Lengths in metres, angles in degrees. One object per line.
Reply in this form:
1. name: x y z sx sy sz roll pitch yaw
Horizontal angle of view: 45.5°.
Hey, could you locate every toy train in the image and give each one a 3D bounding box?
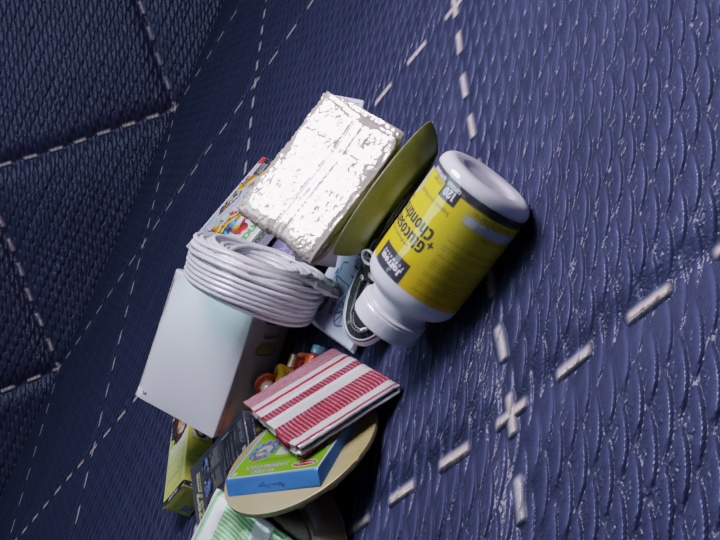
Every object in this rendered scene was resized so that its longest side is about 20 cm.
1. toy train: -0.118 0.188 1.188 0.150 0.055 0.201 6 72 65

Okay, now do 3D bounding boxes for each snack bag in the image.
1. snack bag: 0.000 0.000 1.169 0.201 0.021 0.188 -63 25 -2

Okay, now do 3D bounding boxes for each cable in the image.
1. cable: -0.143 0.009 1.175 0.200 0.199 0.070 37 108 60

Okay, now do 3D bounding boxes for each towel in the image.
1. towel: -0.046 -0.116 1.050 0.132 0.034 0.200 34 81 24
2. towel: -0.049 0.155 1.035 0.144 0.023 0.200 -31 18 -18
3. towel: -0.132 0.349 0.944 0.199 0.023 0.153 22 83 45

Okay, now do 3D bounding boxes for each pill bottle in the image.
1. pill bottle: 0.080 -0.018 0.912 0.200 0.112 0.112 -55 26 21

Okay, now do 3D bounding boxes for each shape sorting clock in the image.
1. shape sorting clock: -0.068 0.213 0.993 0.199 0.039 0.200 -24 17 8

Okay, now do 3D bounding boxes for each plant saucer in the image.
1. plant saucer: 0.038 -0.091 1.049 0.200 0.031 0.200 -52 -5 -6
2. plant saucer: -0.100 0.329 0.965 0.199 0.032 0.201 -18 58 32

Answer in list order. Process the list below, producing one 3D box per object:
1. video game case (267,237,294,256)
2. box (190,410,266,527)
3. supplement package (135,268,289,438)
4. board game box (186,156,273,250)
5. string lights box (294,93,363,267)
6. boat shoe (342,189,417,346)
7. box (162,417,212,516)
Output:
1. video game case: -0.078 -0.091 1.338 0.142 0.019 0.201 -4 52 51
2. box: -0.155 0.308 1.107 0.158 0.051 0.201 -48 42 32
3. supplement package: -0.213 0.120 1.265 0.155 0.111 0.201 22 96 26
4. board game box: -0.175 -0.087 1.369 0.126 0.035 0.200 24 70 44
5. string lights box: -0.042 -0.117 1.129 0.103 0.059 0.201 105 175 -71
6. boat shoe: 0.035 -0.003 1.023 0.200 0.073 0.068 -57 -15 0
7. box: -0.282 0.299 1.422 0.075 0.050 0.201 -50 29 29
